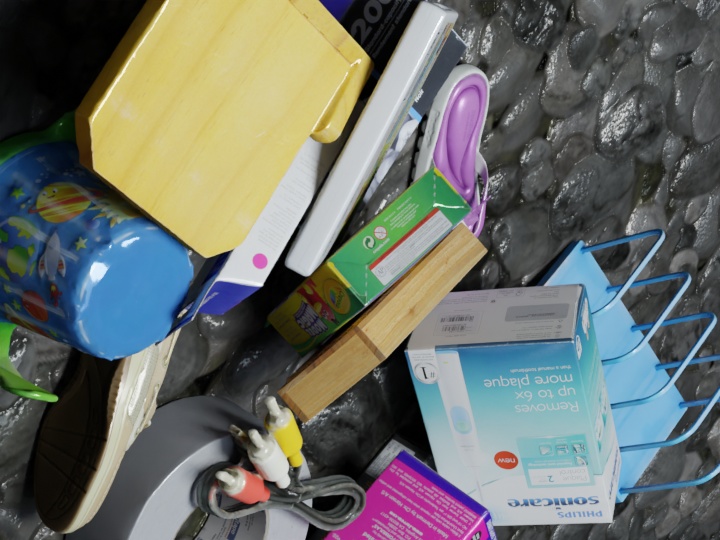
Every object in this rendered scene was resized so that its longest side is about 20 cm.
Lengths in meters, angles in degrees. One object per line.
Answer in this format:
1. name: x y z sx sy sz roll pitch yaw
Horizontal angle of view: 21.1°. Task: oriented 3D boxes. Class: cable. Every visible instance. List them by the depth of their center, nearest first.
1. cable: -0.055 0.172 1.479 0.097 0.050 0.200 -53 139 -9

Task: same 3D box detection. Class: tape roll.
1. tape roll: -0.131 0.201 1.506 0.200 0.066 0.201 -26 128 -37

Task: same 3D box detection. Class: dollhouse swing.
1. dollhouse swing: -0.121 -0.143 1.247 0.176 0.182 0.200 -47 141 2

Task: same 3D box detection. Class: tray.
1. tray: 0.019 0.037 1.506 0.099 0.037 0.200 -41 -178 35

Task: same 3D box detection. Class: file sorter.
1. file sorter: 0.249 0.083 1.725 0.139 0.123 0.200 -47 111 -37

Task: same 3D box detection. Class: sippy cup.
1. sippy cup: -0.185 -0.008 1.272 0.140 0.130 0.178 -28 130 -35

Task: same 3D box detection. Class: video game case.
1. video game case: 0.010 -0.097 1.366 0.200 0.023 0.182 -63 178 9

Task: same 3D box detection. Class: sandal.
1. sandal: 0.080 -0.069 1.591 0.082 0.050 0.203 -26 129 -36

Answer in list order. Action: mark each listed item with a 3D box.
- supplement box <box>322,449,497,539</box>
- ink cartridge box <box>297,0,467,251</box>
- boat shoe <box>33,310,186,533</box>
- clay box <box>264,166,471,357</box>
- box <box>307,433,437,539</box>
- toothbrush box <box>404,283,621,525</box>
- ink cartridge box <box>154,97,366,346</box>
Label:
1. supplement box: 0.015 0.265 1.588 0.200 0.103 0.101 -46 149 -17
2. ink cartridge box: -0.026 -0.140 1.438 0.198 0.043 0.200 -57 140 -4
3. boat shoe: -0.175 0.096 1.394 0.065 0.072 0.200 14 95 -49
4. clay box: 0.000 0.000 1.453 0.115 0.048 0.200 -42 179 -22
5. box: 0.013 0.266 1.716 0.200 0.048 0.158 -50 141 -15
6. toothbrush box: 0.133 0.118 1.651 0.085 0.146 0.200 -70 152 -51
7. ink cartridge box: -0.068 -0.031 1.322 0.037 0.095 0.200 36 67 -10
